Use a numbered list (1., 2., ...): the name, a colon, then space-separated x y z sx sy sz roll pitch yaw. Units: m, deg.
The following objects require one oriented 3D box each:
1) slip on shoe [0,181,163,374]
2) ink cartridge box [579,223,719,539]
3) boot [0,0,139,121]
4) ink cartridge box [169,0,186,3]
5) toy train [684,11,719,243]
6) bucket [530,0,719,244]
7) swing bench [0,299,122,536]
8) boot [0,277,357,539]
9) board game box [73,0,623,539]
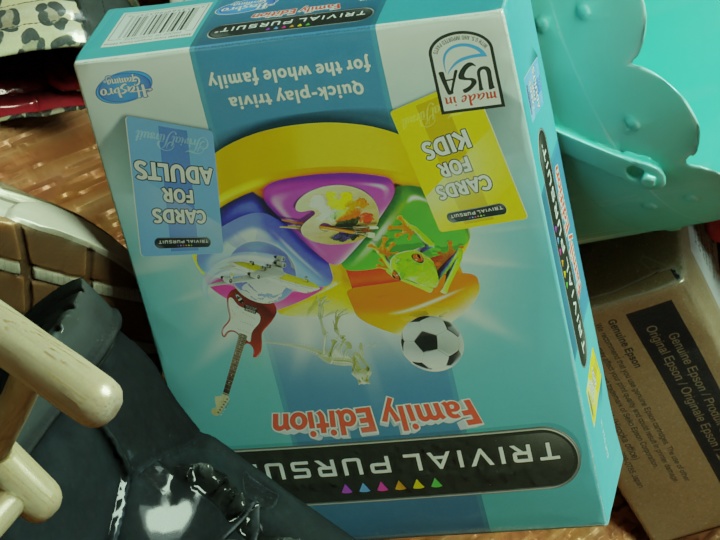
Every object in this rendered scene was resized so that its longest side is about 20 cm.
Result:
1. slip on shoe: -0.154 -0.006 0.896 0.199 0.076 0.061 18 21 -35
2. ink cartridge box: 0.126 -0.011 1.115 0.165 0.075 0.201 54 25 -43
3. boot: -0.094 -0.144 1.022 0.202 0.074 0.155 -11 64 -11
4. ink cartridge box: -0.029 -0.154 1.097 0.067 0.115 0.201 70 7 -57
5. toy train: 0.184 -0.012 1.065 0.084 0.116 0.201 -5 67 4
6. bucket: 0.084 -0.105 0.958 0.207 0.134 0.208 31 51 -49
7. swing bench: -0.206 0.054 0.678 0.200 0.130 0.199 40 65 0
8. boot: -0.083 0.122 0.841 0.168 0.076 0.201 45 46 -15
9. board game box: 0.000 0.000 0.893 0.047 0.150 0.201 -67 147 -58
